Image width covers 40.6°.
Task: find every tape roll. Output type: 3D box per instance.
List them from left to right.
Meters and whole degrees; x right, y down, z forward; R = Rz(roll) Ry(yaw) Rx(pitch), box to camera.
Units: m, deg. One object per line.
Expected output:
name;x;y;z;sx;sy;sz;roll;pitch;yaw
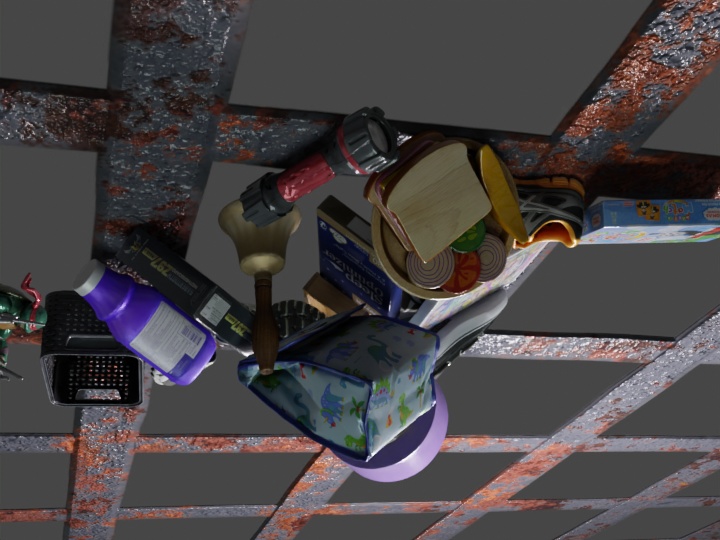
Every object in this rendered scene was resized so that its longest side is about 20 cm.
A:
tape roll;0.036;0.227;1.554;0.196;0.203;0.085;-13;151;14

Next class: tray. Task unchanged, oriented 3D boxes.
tray;-0.024;0.084;1.395;0.098;0.037;0.201;34;161;20

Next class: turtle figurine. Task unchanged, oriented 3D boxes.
turtle figurine;-0.474;0.062;1.235;0.196;0.102;0.151;10;136;6

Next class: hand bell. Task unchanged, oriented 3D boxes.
hand bell;-0.113;0.025;1.144;0.102;0.203;0.105;-5;152;-3

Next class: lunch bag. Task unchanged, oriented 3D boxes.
lunch bag;-0.026;0.120;1.187;0.197;0.130;0.169;15;-157;32

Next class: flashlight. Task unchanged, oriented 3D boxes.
flashlight;-0.050;-0.105;1.058;0.198;0.069;0.067;-26;147;32

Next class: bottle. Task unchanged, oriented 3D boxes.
bottle;-0.279;0.064;1.255;0.200;0.084;0.065;42;169;-29

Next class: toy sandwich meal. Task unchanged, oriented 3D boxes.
toy sandwich meal;0.100;-0.058;1.084;0.201;0.209;0.070;4;-166;-19

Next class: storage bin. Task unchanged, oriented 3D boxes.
storage bin;-0.370;0.114;1.367;0.132;0.095;0.201;2;151;-11

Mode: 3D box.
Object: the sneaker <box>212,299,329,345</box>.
sneaker;-0.109;0.082;1.374;0.197;0.080;0.089;7;173;28

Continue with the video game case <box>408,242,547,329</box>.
video game case;0.156;0.015;1.279;0.198;0.018;0.144;-26;163;-29

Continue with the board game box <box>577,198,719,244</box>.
board game box;0.369;-0.060;1.207;0.196;0.037;0.151;-1;174;-6

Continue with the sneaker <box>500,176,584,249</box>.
sneaker;0.178;-0.065;1.173;0.196;0.079;0.079;-4;154;-1

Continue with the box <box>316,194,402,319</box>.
box;0.000;0.000;1.226;0.032;0.120;0.201;-47;161;-21

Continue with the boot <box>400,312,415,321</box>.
boot;0.052;0.106;1.448;0.072;0.092;0.199;14;146;-34

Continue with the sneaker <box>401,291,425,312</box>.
sneaker;0.063;0.002;1.277;0.096;0.072;0.201;-8;154;-2

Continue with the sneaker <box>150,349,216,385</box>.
sneaker;-0.257;0.127;1.429;0.089;0.067;0.201;20;147;0

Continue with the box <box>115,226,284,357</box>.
box;-0.195;0.039;1.219;0.051;0.157;0.200;-52;148;-7

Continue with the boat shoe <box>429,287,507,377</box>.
boat shoe;0.129;0.088;1.348;0.199;0.068;0.057;-33;126;-28
